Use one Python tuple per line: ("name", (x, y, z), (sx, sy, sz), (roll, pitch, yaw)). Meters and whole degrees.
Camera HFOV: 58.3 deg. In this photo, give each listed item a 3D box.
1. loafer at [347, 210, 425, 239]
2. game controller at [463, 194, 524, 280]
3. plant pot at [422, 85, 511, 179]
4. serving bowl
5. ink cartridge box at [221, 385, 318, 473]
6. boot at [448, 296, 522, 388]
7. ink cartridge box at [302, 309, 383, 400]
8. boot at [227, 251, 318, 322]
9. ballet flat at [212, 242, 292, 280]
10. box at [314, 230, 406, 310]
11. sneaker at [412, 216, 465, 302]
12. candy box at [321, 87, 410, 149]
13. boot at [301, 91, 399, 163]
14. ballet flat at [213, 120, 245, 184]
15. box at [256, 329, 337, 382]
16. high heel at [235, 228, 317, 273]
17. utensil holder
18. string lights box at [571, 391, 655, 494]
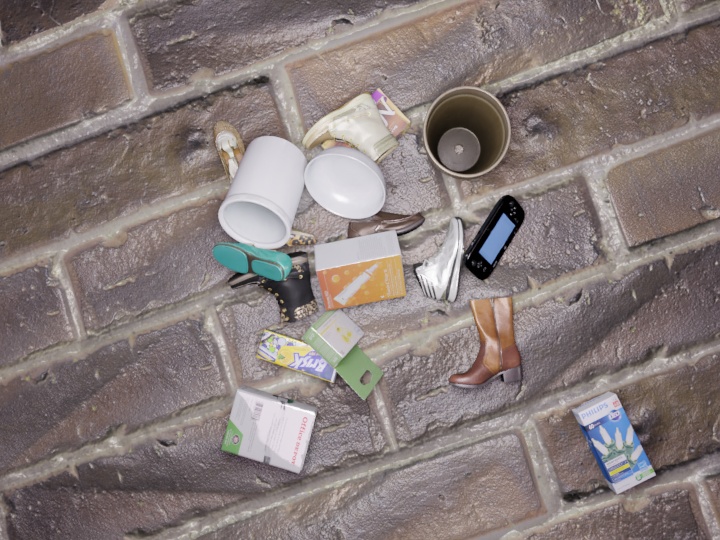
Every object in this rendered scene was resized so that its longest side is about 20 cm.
("loafer", (0.057, -0.112, 1.547), (0.196, 0.073, 0.073), (-15, 87, 1))
("game controller", (0.319, -0.077, 1.531), (0.104, 0.042, 0.202), (35, 87, -32))
("plant pot", (0.237, -0.302, 1.501), (0.195, 0.174, 0.205), (0, 87, 2))
("serving bowl", (-0.029, -0.213, 1.494), (0.196, 0.202, 0.067), (18, 54, 3))
("ink cartridge box", (-0.211, 0.373, 1.526), (0.196, 0.084, 0.149), (16, 88, 3))
("boot", (0.285, 0.170, 1.527), (0.184, 0.068, 0.205), (-9, 86, 2))
("ink cartridge box", (-0.027, 0.186, 1.500), (0.200, 0.145, 0.048), (43, 118, 4))
("boot", (-0.201, 0.052, 1.529), (0.196, 0.073, 0.154), (-19, 107, -8))
("ballet flat", (-0.238, -0.026, 1.459), (0.196, 0.070, 0.069), (16, 122, 21))
("box", (0.000, 0.000, 1.505), (0.195, 0.098, 0.126), (-11, 128, 2))
("sneaker", (0.184, -0.032, 1.537), (0.113, 0.076, 0.205), (7, 90, 1))
("candy box", (0.014, -0.327, 1.570), (0.200, 0.056, 0.117), (-44, 86, 1))
("boot", (-0.024, -0.301, 1.510), (0.198, 0.072, 0.156), (-32, 89, 0))
("ballet flat", (-0.312, -0.279, 1.575), (0.069, 0.065, 0.203), (-24, 86, 2))
("box", (-0.143, 0.203, 1.543), (0.196, 0.064, 0.072), (18, 88, 4))
("high heel", (-0.206, -0.032, 1.566), (0.195, 0.071, 0.146), (5, 98, 0))
("utensil holder", (-0.216, -0.180, 1.483), (0.166, 0.171, 0.203), (13, 56, 3))
("string lights box", (0.589, 0.399, 1.506), (0.101, 0.059, 0.203), (-26, 86, 2))
